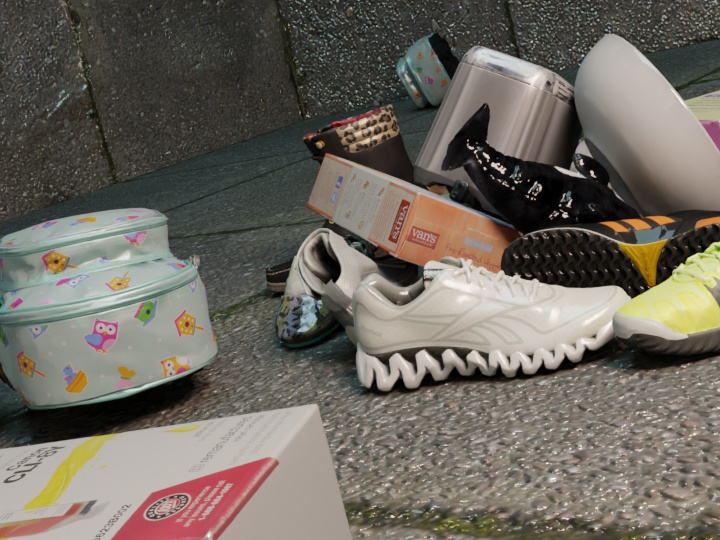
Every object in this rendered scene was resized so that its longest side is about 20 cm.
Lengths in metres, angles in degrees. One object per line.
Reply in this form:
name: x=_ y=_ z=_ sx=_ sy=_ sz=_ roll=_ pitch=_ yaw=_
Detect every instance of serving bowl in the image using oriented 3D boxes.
serving bowl: x=0.237 y=-0.096 z=0.978 sx=0.066 sy=0.201 sz=0.200 roll=-36 pitch=10 yaw=5

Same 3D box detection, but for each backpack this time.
backpack: x=0.180 y=-0.506 z=3.006 sx=0.152 sy=0.177 sz=0.200 roll=-29 pitch=8 yaw=11
backpack: x=-0.209 y=0.032 z=0.947 sx=0.174 sy=0.155 sz=0.200 roll=-12 pitch=17 yaw=-19

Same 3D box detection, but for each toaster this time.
toaster: x=0.126 y=-0.116 z=1.045 sx=0.113 sy=0.130 sz=0.200 roll=23 pitch=6 yaw=24

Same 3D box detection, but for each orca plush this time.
orca plush: x=0.165 y=-0.059 z=0.913 sx=0.106 sy=0.200 sz=0.071 roll=-53 pitch=18 yaw=-18

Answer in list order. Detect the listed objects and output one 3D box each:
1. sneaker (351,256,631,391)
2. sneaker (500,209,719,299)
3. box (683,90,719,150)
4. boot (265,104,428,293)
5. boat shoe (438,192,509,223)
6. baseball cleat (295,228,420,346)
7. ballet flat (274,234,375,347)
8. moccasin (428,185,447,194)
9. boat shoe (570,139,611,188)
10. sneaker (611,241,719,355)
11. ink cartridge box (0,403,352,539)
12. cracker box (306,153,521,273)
sneaker: x=0.085 y=0.029 z=0.806 sx=0.198 sy=0.082 sz=0.075 roll=-9 pitch=10 yaw=16
sneaker: x=0.207 y=-0.006 z=0.872 sx=0.198 sy=0.071 sz=0.090 roll=-4 pitch=8 yaw=24
box: x=0.387 y=-0.123 z=1.114 sx=0.198 sy=0.098 sz=0.176 roll=-18 pitch=12 yaw=-12
boot: x=-0.024 y=-0.071 z=1.215 sx=0.198 sy=0.152 sz=0.073 roll=-19 pitch=13 yaw=9
boat shoe: x=0.135 y=-0.055 z=1.205 sx=0.074 sy=0.075 sz=0.202 roll=14 pitch=26 yaw=27
baseball cleat: x=0.000 y=0.000 z=0.973 sx=0.070 sy=0.106 sz=0.200 roll=-43 pitch=8 yaw=7
ballet flat: x=-0.035 y=0.009 z=1.077 sx=0.071 sy=0.073 sz=0.200 roll=-10 pitch=13 yaw=20
moccasin: x=0.075 y=-0.074 z=1.306 sx=0.199 sy=0.079 sz=0.074 roll=-16 pitch=12 yaw=-9
boat shoe: x=0.223 y=-0.081 z=1.204 sx=0.065 sy=0.073 sz=0.200 roll=13 pitch=24 yaw=14
sneaker: x=0.248 y=-0.002 z=0.760 sx=0.198 sy=0.077 sz=0.075 roll=-19 pitch=14 yaw=-15
ink cartridge box: x=-0.120 y=0.135 z=0.538 sx=0.198 sy=0.084 sz=0.145 roll=-11 pitch=12 yaw=18
cracker box: x=0.052 y=-0.040 z=1.009 sx=0.133 sy=0.058 sz=0.200 roll=19 pitch=5 yaw=-26
